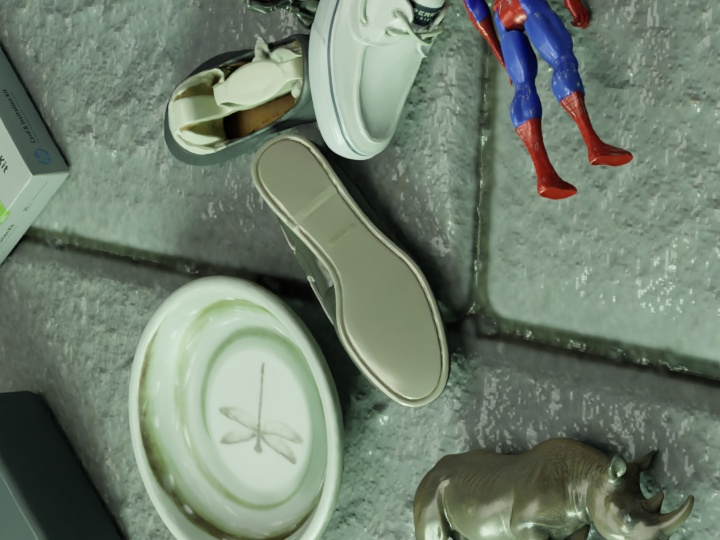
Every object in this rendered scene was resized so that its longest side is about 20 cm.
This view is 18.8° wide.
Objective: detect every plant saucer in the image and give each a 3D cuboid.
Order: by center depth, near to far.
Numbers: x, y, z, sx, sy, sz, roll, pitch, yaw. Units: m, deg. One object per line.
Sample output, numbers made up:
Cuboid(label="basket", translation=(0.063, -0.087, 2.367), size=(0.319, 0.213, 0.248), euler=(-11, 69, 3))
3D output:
Cuboid(label="plant saucer", translation=(-0.072, 0.101, 1.445), size=(0.200, 0.050, 0.201), euler=(8, 102, 42))

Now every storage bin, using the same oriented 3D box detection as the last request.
Cuboid(label="storage bin", translation=(-0.274, 0.189, 1.598), size=(0.134, 0.145, 0.200), euler=(-46, 65, 26))

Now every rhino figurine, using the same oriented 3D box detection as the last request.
Cuboid(label="rhino figurine", translation=(0.109, 0.143, 1.274), size=(0.200, 0.060, 0.088), euler=(-12, 77, 40))

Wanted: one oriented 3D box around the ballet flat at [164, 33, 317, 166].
Cuboid(label="ballet flat", translation=(-0.080, -0.113, 1.409), size=(0.200, 0.073, 0.073), euler=(-15, 86, 44))

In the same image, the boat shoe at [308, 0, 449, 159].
Cuboid(label="boat shoe", translation=(0.019, -0.163, 1.304), size=(0.067, 0.073, 0.201), euler=(16, 106, 43))

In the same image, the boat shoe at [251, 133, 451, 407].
Cuboid(label="boat shoe", translation=(0.000, 0.000, 1.369), size=(0.067, 0.057, 0.200), euler=(-34, 74, 3))

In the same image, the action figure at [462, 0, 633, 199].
Cuboid(label="action figure", translation=(0.096, -0.141, 1.254), size=(0.065, 0.052, 0.201), euler=(-33, 69, 35))

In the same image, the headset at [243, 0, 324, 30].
Cuboid(label="headset", translation=(-0.072, -0.228, 1.367), size=(0.124, 0.094, 0.200), euler=(-55, 49, 34))

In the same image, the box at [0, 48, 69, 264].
Cuboid(label="box", translation=(-0.314, -0.073, 1.654), size=(0.200, 0.041, 0.156), euler=(-46, 66, 36))
